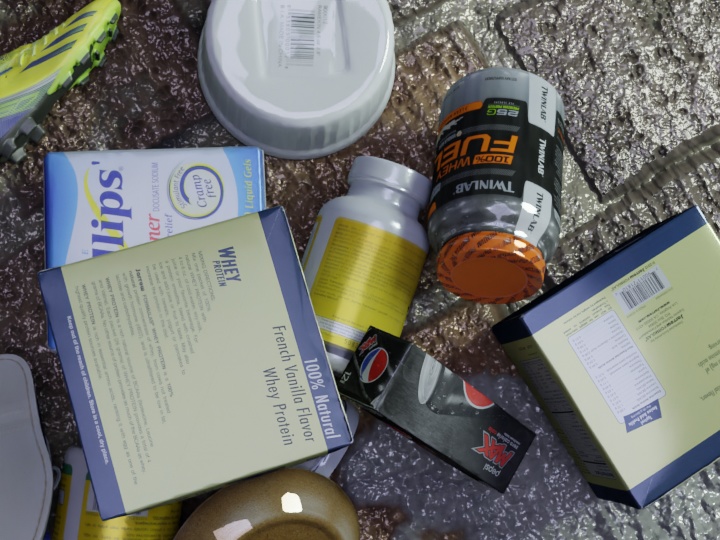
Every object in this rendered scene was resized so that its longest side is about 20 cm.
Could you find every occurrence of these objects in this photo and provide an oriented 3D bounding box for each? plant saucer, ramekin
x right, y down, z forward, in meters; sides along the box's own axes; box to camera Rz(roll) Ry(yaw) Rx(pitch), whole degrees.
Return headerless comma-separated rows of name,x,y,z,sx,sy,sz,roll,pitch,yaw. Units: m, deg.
plant saucer,-0.080,0.275,1.013,0.199,0.035,0.201,-11,113,-26
ramekin,-0.060,-0.216,1.093,0.199,0.098,0.202,1,83,-5

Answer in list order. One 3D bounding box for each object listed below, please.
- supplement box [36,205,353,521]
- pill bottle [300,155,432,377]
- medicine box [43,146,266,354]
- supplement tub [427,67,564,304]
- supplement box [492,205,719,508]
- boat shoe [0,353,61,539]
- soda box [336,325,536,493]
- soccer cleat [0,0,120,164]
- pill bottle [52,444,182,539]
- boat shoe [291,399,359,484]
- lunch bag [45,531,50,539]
supplement box,-0.131,0.078,0.926,0.199,0.134,0.201,-16,82,-7
pill bottle,0.000,0.000,1.066,0.112,0.112,0.201,20,82,-3
medicine box,-0.186,-0.015,1.056,0.199,0.103,0.183,-3,84,-7
supplement tub,0.127,-0.078,1.052,0.122,0.123,0.201,10,59,-4
supplement box,0.268,0.083,1.063,0.199,0.134,0.200,-31,87,-7
boat shoe,-0.304,0.171,0.985,0.075,0.062,0.201,-15,57,-11
soda box,0.072,0.129,1.031,0.200,0.063,0.071,37,80,-38
soccer cleat,-0.309,-0.195,1.085,0.084,0.065,0.200,37,82,2
pill bottle,-0.223,0.263,1.015,0.112,0.113,0.201,7,82,-5
boat shoe,-0.091,0.186,1.053,0.086,0.075,0.202,42,88,-17
lunch bag,-0.383,0.217,1.014,0.199,0.094,0.151,-25,68,-19
